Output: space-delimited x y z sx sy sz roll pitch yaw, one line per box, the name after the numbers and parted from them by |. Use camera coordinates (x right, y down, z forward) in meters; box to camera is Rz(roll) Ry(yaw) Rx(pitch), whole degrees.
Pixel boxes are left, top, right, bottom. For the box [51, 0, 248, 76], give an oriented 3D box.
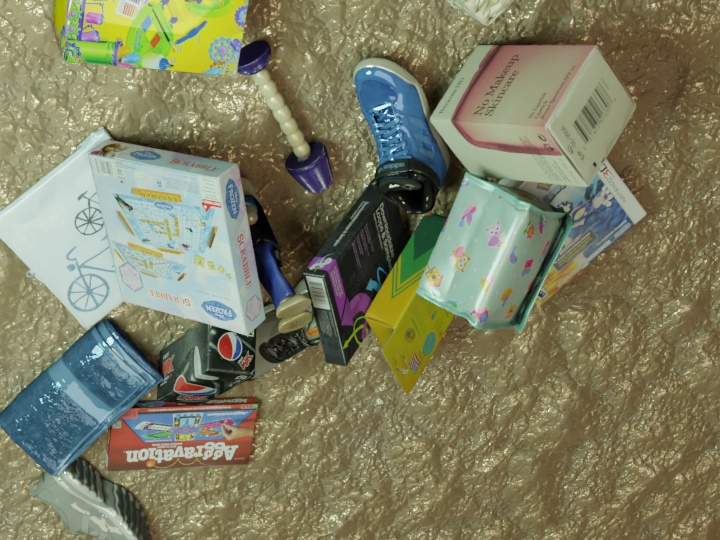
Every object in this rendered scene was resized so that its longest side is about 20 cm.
-0.217 -0.327 1.398 0.190 0.122 0.202 3 118 -22 | box

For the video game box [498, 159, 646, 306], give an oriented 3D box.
0.263 -0.076 1.777 0.200 0.047 0.182 -41 122 7 | video game box

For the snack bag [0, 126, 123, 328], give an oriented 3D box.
-0.322 -0.048 1.589 0.188 0.021 0.200 -38 122 3 | snack bag

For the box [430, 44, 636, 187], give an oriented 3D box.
0.203 -0.188 1.573 0.109 0.199 0.129 46 68 -35 | box

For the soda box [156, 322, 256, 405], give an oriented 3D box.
-0.193 0.115 1.635 0.063 0.072 0.200 9 160 -24 | soda box

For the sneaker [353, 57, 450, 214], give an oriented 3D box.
0.045 -0.154 1.599 0.076 0.112 0.201 -8 134 26 | sneaker

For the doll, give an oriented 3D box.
-0.118 -0.025 1.573 0.048 0.201 0.137 -22 155 -11 | doll

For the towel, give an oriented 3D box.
-0.357 0.161 1.673 0.200 0.049 0.112 -41 108 7 | towel

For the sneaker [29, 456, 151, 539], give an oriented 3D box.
-0.359 0.326 1.779 0.082 0.075 0.200 -34 116 13 | sneaker

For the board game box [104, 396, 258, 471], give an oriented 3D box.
-0.241 0.221 1.782 0.198 0.019 0.104 0 121 -20 | board game box

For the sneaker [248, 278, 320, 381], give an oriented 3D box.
-0.088 0.076 1.716 0.200 0.080 0.074 -40 127 8 | sneaker

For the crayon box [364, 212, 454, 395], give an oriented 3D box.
0.073 0.043 1.696 0.201 0.050 0.127 -59 148 -21 | crayon box

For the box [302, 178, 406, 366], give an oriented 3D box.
0.000 0.000 1.650 0.036 0.201 0.144 8 132 26 | box

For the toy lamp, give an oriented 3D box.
-0.089 -0.178 1.578 0.058 0.058 0.201 -29 123 -1 | toy lamp

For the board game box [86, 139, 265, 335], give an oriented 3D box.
-0.211 -0.039 1.516 0.041 0.198 0.202 -40 133 -44 | board game box

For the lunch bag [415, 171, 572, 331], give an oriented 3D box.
0.180 -0.018 1.659 0.199 0.121 0.172 10 107 -60 | lunch bag

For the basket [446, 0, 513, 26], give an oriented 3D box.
0.152 -0.393 1.495 0.200 0.124 0.135 -45 123 10 | basket
